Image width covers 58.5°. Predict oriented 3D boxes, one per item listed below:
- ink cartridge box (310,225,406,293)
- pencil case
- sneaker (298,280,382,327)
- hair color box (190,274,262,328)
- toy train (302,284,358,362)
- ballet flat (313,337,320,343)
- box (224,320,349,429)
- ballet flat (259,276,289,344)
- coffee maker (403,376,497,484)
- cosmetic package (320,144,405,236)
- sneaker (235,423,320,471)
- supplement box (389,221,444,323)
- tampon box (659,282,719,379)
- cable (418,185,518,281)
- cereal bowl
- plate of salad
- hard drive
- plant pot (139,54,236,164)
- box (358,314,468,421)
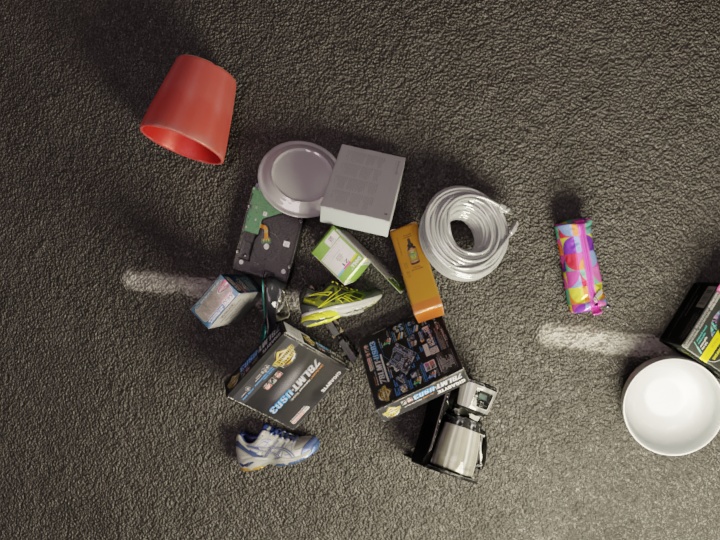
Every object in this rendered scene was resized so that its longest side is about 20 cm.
[{"bbox_3d":[0.000,0.000,1.381,0.200,0.148,0.076,44,97,5],"label":"ink cartridge box"},{"bbox_3d":[0.467,-0.009,1.359,0.086,0.088,0.206,-12,88,7],"label":"pencil case"},{"bbox_3d":[-0.043,0.058,1.399,0.195,0.074,0.087,-14,77,-24],"label":"sneaker"},{"bbox_3d":[-0.282,0.063,1.390,0.060,0.200,0.100,42,94,5],"label":"hair color box"},{"bbox_3d":[-0.067,0.116,1.442,0.034,0.046,0.202,-35,87,10],"label":"toy train"},{"bbox_3d":[-0.158,0.230,1.449,0.198,0.071,0.071,-37,86,5],"label":"ballet flat"},{"bbox_3d":[-0.157,0.230,1.384,0.200,0.050,0.197,-46,124,12],"label":"box"},{"bbox_3d":[-0.192,0.115,1.441,0.071,0.073,0.206,6,102,7],"label":"ballet flat"},{"bbox_3d":[0.182,0.319,1.356,0.189,0.134,0.205,8,74,39],"label":"coffee maker"},{"bbox_3d":[0.008,-0.174,1.372,0.147,0.052,0.203,11,51,6],"label":"cosmetic package"},{"bbox_3d":[-0.190,0.387,1.439,0.195,0.075,0.091,-13,93,6],"label":"sneaker"},{"bbox_3d":[0.121,0.003,1.376,0.065,0.069,0.205,-17,67,7],"label":"supplement box"},{"bbox_3d":[0.750,0.139,1.302,0.197,0.126,0.152,32,94,6],"label":"tampon box"},{"bbox_3d":[0.217,-0.080,1.357,0.198,0.069,0.203,33,67,-6],"label":"cable"},{"bbox_3d":[0.637,0.271,1.331,0.194,0.083,0.206,1,97,10],"label":"cereal bowl"},{"bbox_3d":[-0.131,-0.199,1.426,0.194,0.048,0.205,6,62,-11],"label":"plate of salad"},{"bbox_3d":[-0.202,-0.084,1.463,0.136,0.038,0.206,14,92,7],"label":"hard drive"},{"bbox_3d":[-0.367,-0.357,1.416,0.195,0.201,0.182,16,83,6],"label":"plant pot"},{"bbox_3d":[0.105,0.189,1.350,0.195,0.202,0.050,-27,128,6],"label":"box"}]
